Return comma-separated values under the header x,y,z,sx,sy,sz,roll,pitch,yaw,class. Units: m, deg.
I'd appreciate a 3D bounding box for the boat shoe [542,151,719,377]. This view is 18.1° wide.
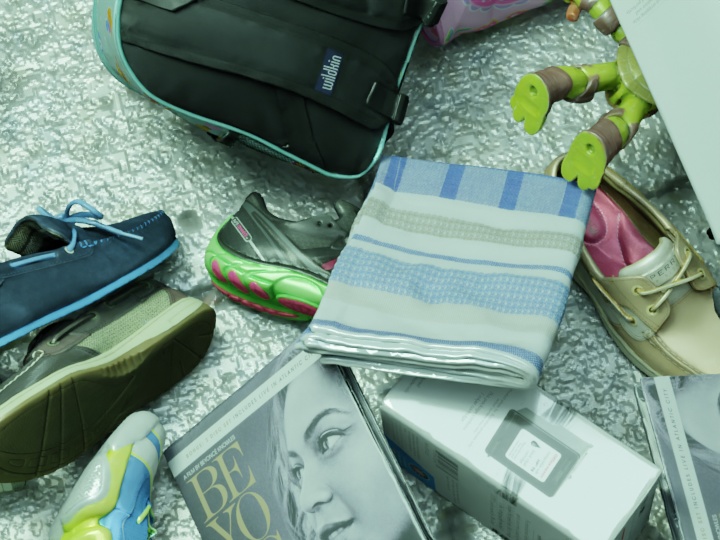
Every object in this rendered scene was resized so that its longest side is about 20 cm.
x,y,z,sx,sy,sz,roll,pitch,yaw,class
0.181,0.004,1.440,0.074,0.069,0.200,-39,71,-15,boat shoe

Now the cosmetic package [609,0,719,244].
x,y,z,sx,sy,sz,roll,pitch,yaw,class
0.241,-0.124,1.377,0.081,0.113,0.200,1,61,-45,cosmetic package

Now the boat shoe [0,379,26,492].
x,y,z,sx,sy,sz,roll,pitch,yaw,class
-0.269,0.052,1.429,0.065,0.074,0.202,-19,74,-12,boat shoe

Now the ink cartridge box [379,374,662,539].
x,y,z,sx,sy,sz,roll,pitch,yaw,class
0.112,0.128,1.362,0.200,0.116,0.067,34,74,14,ink cartridge box

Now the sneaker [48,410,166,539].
x,y,z,sx,sy,sz,roll,pitch,yaw,class
-0.147,0.189,1.377,0.105,0.076,0.200,30,69,-6,sneaker

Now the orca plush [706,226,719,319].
x,y,z,sx,sy,sz,roll,pitch,yaw,class
0.263,0.028,1.402,0.105,0.071,0.200,-17,33,-12,orca plush

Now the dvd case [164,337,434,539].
x,y,z,sx,sy,sz,roll,pitch,yaw,class
-0.030,0.156,1.353,0.149,0.016,0.200,-40,64,30,dvd case

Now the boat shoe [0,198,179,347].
x,y,z,sx,sy,sz,roll,pitch,yaw,class
-0.190,-0.007,1.405,0.200,0.084,0.069,-30,96,-50,boat shoe

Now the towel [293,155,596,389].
x,y,z,sx,sy,sz,roll,pitch,yaw,class
0.056,-0.004,1.367,0.146,0.024,0.200,8,39,13,towel

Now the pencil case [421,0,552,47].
x,y,z,sx,sy,sz,roll,pitch,yaw,class
0.116,-0.221,1.534,0.200,0.087,0.088,-25,68,-8,pencil case

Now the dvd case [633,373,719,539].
x,y,z,sx,sy,sz,roll,pitch,yaw,class
0.271,0.131,1.373,0.199,0.016,0.149,-2,65,-23,dvd case

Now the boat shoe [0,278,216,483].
x,y,z,sx,sy,sz,roll,pitch,yaw,class
-0.177,0.064,1.402,0.066,0.072,0.201,32,44,28,boat shoe

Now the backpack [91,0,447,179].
x,y,z,sx,sy,sz,roll,pitch,yaw,class
-0.070,-0.170,1.439,0.200,0.153,0.176,16,100,-28,backpack

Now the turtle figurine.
x,y,z,sx,sy,sz,roll,pitch,yaw,class
0.182,-0.111,1.451,0.161,0.064,0.200,-31,87,-40,turtle figurine

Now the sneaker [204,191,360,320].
x,y,z,sx,sy,sz,roll,pitch,yaw,class
0.000,0.000,1.443,0.200,0.077,0.084,20,72,8,sneaker
